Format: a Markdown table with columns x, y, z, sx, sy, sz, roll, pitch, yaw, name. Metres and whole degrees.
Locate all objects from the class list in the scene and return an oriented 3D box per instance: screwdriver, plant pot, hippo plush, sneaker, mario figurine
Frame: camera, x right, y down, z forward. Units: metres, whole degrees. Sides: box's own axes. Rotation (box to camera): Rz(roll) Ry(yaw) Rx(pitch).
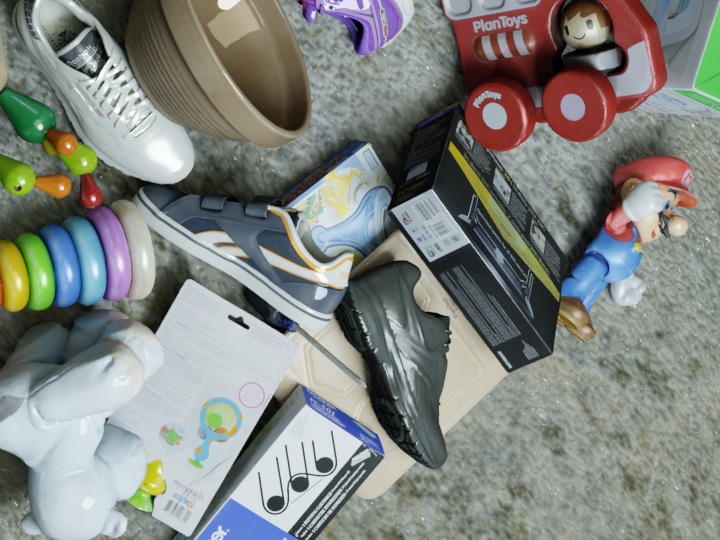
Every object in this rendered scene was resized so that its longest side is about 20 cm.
| x | y | z | sx | sy | sz | roll | pitch | yaw | name |
| --- | --- | --- | --- | --- | --- | --- | --- | --- | --- |
| -0.051 | 0.055 | 1.247 | 0.029 | 0.200 | 0.028 | 0 | 113 | -28 | screwdriver |
| -0.130 | -0.185 | 1.207 | 0.092 | 0.201 | 0.201 | -23 | 112 | 21 | plant pot |
| -0.224 | 0.140 | 1.183 | 0.200 | 0.158 | 0.162 | -51 | 127 | -56 | hippo plush |
| -0.037 | -0.266 | 1.270 | 0.200 | 0.081 | 0.084 | 43 | 86 | -24 | sneaker |
| -0.210 | -0.149 | 1.199 | 0.076 | 0.080 | 0.200 | -47 | 107 | -14 | sneaker |
| 0.048 | 0.084 | 1.291 | 0.090 | 0.076 | 0.201 | -27 | 112 | -19 | sneaker |
| 0.268 | -0.021 | 1.424 | 0.106 | 0.123 | 0.201 | 35 | 87 | -12 | mario figurine |
| -0.096 | -0.033 | 1.246 | 0.199 | 0.078 | 0.080 | 32 | 101 | 3 | sneaker |

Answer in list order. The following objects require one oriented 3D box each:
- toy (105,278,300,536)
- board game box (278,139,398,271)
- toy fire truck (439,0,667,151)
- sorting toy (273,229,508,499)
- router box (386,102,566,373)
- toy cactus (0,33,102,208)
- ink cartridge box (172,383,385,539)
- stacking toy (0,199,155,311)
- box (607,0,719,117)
| x | y | z | sx | sy | sz | roll | pitch | yaw | name |
| --- | --- | --- | --- | --- | --- | --- | --- | --- | --- |
| -0.149 | 0.120 | 1.287 | 0.115 | 0.047 | 0.201 | 30 | 95 | -1 | toy |
| 0.000 | 0.000 | 1.349 | 0.135 | 0.034 | 0.201 | -39 | 112 | -14 | board game box |
| 0.170 | -0.207 | 1.311 | 0.112 | 0.199 | 0.169 | -34 | 114 | -48 | toy fire truck |
| 0.024 | 0.084 | 1.339 | 0.200 | 0.036 | 0.185 | -40 | 112 | -7 | sorting toy |
| 0.112 | -0.031 | 1.334 | 0.052 | 0.158 | 0.200 | -26 | 114 | 28 | router box |
| -0.306 | -0.122 | 1.175 | 0.199 | 0.102 | 0.166 | 2 | 79 | -22 | toy cactus |
| -0.076 | 0.207 | 1.307 | 0.094 | 0.044 | 0.200 | 35 | 102 | -21 | ink cartridge box |
| -0.274 | 0.000 | 1.192 | 0.199 | 0.085 | 0.086 | -12 | 103 | -26 | stacking toy |
| 0.324 | -0.253 | 1.378 | 0.096 | 0.176 | 0.201 | 18 | 91 | -28 | box |
